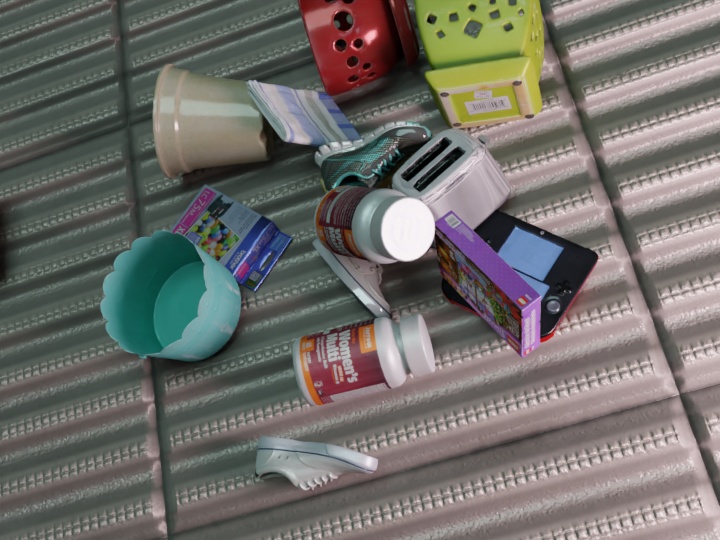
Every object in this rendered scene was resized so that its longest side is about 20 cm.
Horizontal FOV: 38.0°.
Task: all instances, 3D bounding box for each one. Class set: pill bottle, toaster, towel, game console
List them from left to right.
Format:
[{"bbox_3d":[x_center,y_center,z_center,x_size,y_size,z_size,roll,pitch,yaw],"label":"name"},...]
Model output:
[{"bbox_3d":[-0.090,-0.263,1.777,0.024,0.199,0.147,-52,58,29],"label":"towel"},{"bbox_3d":[0.006,0.133,1.587,0.199,0.110,0.110,-15,61,11],"label":"pill bottle"},{"bbox_3d":[0.020,-0.069,1.566,0.110,0.110,0.200,-54,27,-12],"label":"pill bottle"},{"bbox_3d":[0.135,-0.128,1.656,0.200,0.129,0.114,-40,46,-4],"label":"toaster"},{"bbox_3d":[0.243,0.006,1.621,0.199,0.031,0.177,27,75,26],"label":"game console"}]

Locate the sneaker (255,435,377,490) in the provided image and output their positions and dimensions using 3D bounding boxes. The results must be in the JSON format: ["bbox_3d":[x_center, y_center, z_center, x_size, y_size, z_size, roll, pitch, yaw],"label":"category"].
[{"bbox_3d":[-0.067,0.295,1.560,0.199,0.073,0.071,1,74,28],"label":"sneaker"}]

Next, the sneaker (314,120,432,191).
[{"bbox_3d":[0.025,-0.173,1.681,0.199,0.078,0.092,-17,63,20],"label":"sneaker"}]

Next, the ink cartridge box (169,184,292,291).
[{"bbox_3d":[-0.227,-0.058,1.799,0.200,0.042,0.120,30,77,26],"label":"ink cartridge box"}]

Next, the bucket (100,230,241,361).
[{"bbox_3d":[-0.302,0.049,1.693,0.206,0.135,0.208,-7,72,22],"label":"bucket"}]

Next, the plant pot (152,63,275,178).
[{"bbox_3d":[-0.247,-0.261,1.834,0.182,0.201,0.201,1,64,5],"label":"plant pot"}]

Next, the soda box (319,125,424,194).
[{"bbox_3d":[0.037,-0.157,1.746,0.199,0.068,0.064,-27,59,3],"label":"soda box"}]

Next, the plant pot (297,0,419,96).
[{"bbox_3d":[-0.002,-0.426,1.818,0.182,0.201,0.201,-18,60,6],"label":"plant pot"}]

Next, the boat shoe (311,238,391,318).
[{"bbox_3d":[0.000,0.000,1.682,0.070,0.071,0.200,-39,53,-1],"label":"boat shoe"}]

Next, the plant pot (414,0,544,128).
[{"bbox_3d":[0.203,-0.349,1.722,0.199,0.199,0.182,-6,69,14],"label":"plant pot"}]

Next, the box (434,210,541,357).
[{"bbox_3d":[0.186,0.020,1.534,0.039,0.137,0.200,-35,58,-13],"label":"box"}]
